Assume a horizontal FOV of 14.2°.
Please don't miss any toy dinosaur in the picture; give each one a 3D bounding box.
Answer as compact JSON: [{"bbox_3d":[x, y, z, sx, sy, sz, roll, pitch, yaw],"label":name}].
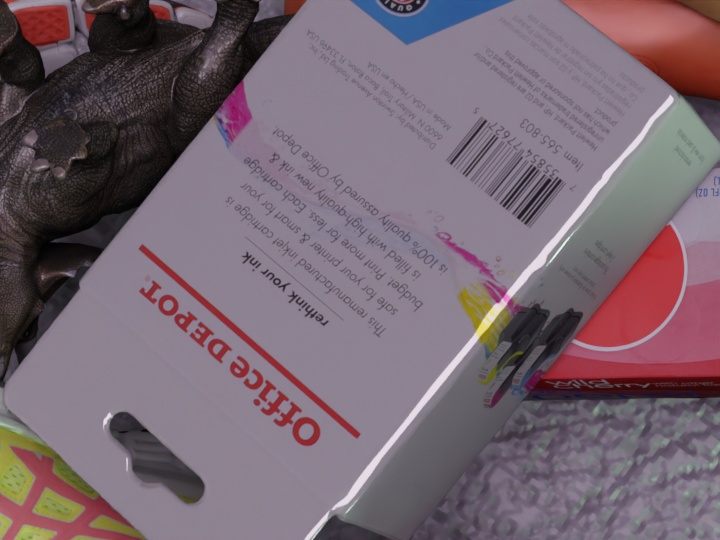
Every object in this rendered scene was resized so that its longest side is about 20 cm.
[{"bbox_3d":[-0.073,-0.051,0.920,0.077,0.102,0.200,42,72,17],"label":"toy dinosaur"}]

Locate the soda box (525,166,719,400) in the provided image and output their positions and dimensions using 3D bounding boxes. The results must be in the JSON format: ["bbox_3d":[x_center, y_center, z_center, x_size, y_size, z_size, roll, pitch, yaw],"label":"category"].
[{"bbox_3d":[0.055,0.006,0.930,0.200,0.063,0.070,-2,81,19],"label":"soda box"}]

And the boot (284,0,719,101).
[{"bbox_3d":[0.068,-0.069,0.971,0.200,0.075,0.107,15,101,0],"label":"boot"}]

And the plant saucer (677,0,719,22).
[{"bbox_3d":[0.153,-0.164,0.951,0.200,0.032,0.201,4,61,-8],"label":"plant saucer"}]

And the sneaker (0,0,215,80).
[{"bbox_3d":[-0.137,-0.070,0.966,0.200,0.082,0.077,-4,119,-21],"label":"sneaker"}]

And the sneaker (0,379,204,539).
[{"bbox_3d":[-0.109,0.091,0.897,0.200,0.078,0.090,11,58,-34],"label":"sneaker"}]

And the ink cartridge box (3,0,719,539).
[{"bbox_3d":[0.000,0.000,0.879,0.115,0.068,0.200,40,92,23],"label":"ink cartridge box"}]
